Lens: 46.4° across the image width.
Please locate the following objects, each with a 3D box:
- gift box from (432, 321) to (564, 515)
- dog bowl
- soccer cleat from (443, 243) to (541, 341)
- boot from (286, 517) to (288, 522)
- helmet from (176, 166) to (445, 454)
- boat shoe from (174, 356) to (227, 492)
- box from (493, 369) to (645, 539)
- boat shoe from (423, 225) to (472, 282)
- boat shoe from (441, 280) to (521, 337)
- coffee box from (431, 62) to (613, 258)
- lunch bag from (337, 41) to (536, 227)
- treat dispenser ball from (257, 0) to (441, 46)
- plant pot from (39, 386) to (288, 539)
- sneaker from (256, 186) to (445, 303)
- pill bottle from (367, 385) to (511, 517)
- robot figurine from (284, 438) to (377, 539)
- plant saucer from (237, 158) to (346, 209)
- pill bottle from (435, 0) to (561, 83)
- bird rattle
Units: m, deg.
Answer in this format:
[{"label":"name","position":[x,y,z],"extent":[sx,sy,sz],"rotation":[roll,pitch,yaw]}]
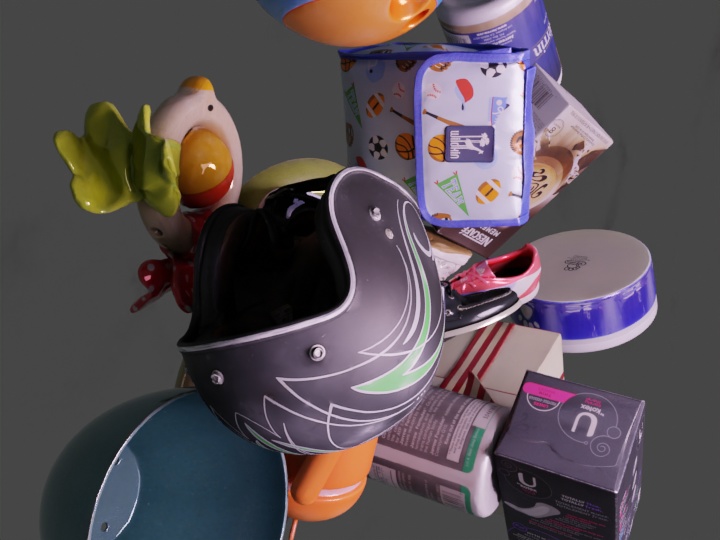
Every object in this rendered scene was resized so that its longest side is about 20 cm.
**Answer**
[{"label":"gift box","position":[0.133,0.163,1.014],"extent":[0.187,0.183,0.201],"rotation":[-46,130,-44]},{"label":"dog bowl","position":[0.298,0.023,1.148],"extent":[0.200,0.199,0.079],"rotation":[-38,124,-37]},{"label":"soccer cleat","position":[0.125,0.026,0.997],"extent":[0.199,0.068,0.074],"rotation":[-21,141,-14]},{"label":"boot","position":[-0.066,0.333,0.817],"extent":[0.200,0.066,0.165],"rotation":[44,70,0]},{"label":"helmet","position":[-0.032,0.038,0.616],"extent":[0.200,0.199,0.192],"rotation":[30,58,-50]},{"label":"boat shoe","position":[-0.128,0.153,0.775],"extent":[0.071,0.064,0.202],"rotation":[-9,108,-49]},{"label":"box","position":[0.216,0.211,0.856],"extent":[0.106,0.121,0.201],"rotation":[-59,149,-32]},{"label":"boat shoe","position":[0.049,-0.016,0.938],"extent":[0.199,0.071,0.070],"rotation":[14,114,-48]},{"label":"boat shoe","position":[0.077,0.041,0.931],"extent":[0.075,0.198,0.067],"rotation":[-67,141,-82]},{"label":"coffee box","position":[0.170,-0.119,0.959],"extent":[0.200,0.080,0.113],"rotation":[-45,141,22]},{"label":"lunch bag","position":[0.079,-0.138,0.834],"extent":[0.123,0.199,0.172],"rotation":[-25,120,-44]},{"label":"treat dispenser ball","position":[-0.009,-0.285,0.682],"extent":[0.200,0.200,0.203],"rotation":[-18,114,-46]},{"label":"plant pot","position":[-0.172,0.188,0.664],"extent":[0.199,0.134,0.202],"rotation":[-1,91,-54]},{"label":"sneaker","position":[0.000,0.000,0.749],"extent":[0.200,0.108,0.070],"rotation":[40,84,-36]},{"label":"pill bottle","position":[0.056,0.174,0.885],"extent":[0.113,0.199,0.114],"rotation":[-38,134,-52]},{"label":"robot figurine","position":[-0.040,0.143,0.772],"extent":[0.116,0.144,0.202],"rotation":[-2,113,-39]},{"label":"plant saucer","position":[-0.051,-0.004,0.801],"extent":[0.199,0.031,0.202],"rotation":[-12,114,-30]},{"label":"pill bottle","position":[0.169,-0.250,0.978],"extent":[0.116,0.115,0.200],"rotation":[-55,138,-24]},{"label":"bird rattle","position":[-0.136,-0.061,0.677],"extent":[0.164,0.112,0.201],"rotation":[-64,144,-34]}]
